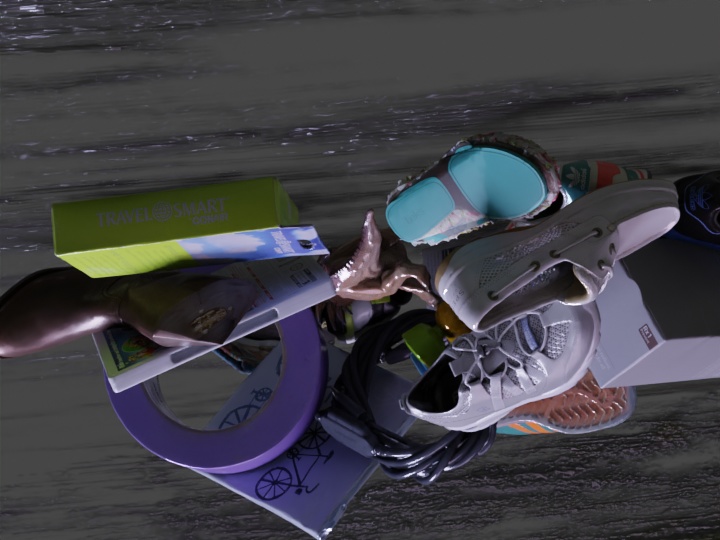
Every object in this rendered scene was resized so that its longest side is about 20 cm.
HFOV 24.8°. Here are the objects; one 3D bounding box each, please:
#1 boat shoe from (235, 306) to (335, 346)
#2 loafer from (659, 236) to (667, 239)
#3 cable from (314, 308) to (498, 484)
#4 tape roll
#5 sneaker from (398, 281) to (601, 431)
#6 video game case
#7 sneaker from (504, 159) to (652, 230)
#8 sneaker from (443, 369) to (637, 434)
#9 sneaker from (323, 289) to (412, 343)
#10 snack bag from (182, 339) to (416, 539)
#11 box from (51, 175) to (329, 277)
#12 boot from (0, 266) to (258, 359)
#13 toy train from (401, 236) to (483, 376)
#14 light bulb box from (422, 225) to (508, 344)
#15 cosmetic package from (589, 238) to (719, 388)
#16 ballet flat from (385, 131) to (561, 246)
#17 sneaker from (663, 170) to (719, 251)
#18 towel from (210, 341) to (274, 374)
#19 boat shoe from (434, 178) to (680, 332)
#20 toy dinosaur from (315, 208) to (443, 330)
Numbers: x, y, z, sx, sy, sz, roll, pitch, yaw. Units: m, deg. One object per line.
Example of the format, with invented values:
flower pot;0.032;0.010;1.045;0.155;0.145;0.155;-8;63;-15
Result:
boat shoe;-0.097;0.043;1.699;0.201;0.061;0.072;16;-160;-47
loafer;0.258;-0.044;1.453;0.200;0.063;0.072;-2;148;-44
cable;0.061;0.111;1.473;0.200;0.163;0.051;21;149;47
tape roll;-0.131;0.085;1.505;0.199;0.201;0.085;-6;170;3
sneaker;0.110;0.075;1.290;0.082;0.075;0.200;2;145;-40
video game case;-0.129;0.034;1.397;0.200;0.018;0.143;-24;-159;-8
sneaker;0.150;-0.051;1.335;0.093;0.071;0.200;16;163;-21
sneaker;0.176;0.122;1.570;0.199;0.072;0.080;-5;176;28
sneaker;0.012;0.034;1.608;0.083;0.072;0.200;-9;-178;4
snack bag;-0.048;0.149;1.554;0.200;0.189;0.021;21;150;37
box;-0.130;-0.033;1.291;0.199;0.048;0.122;-6;170;4
boot;-0.200;0.040;1.345;0.186;0.064;0.200;-29;-154;-25
toy train;0.082;0.035;1.354;0.116;0.085;0.200;-38;158;0
light bulb box;0.199;0.025;1.574;0.200;0.125;0.198;-14;166;43
cosmetic package;0.269;0.035;1.416;0.200;0.107;0.090;0;147;-42
ballet flat;0.090;-0.069;1.215;0.064;0.076;0.200;-36;-168;-32
sneaker;0.344;-0.047;1.415;0.200;0.070;0.078;3;173;-35
towel;-0.113;0.074;1.735;0.147;0.022;0.200;34;-170;30
boat shoe;0.157;-0.004;1.210;0.200;0.069;0.071;-23;145;-11
toy dinosaur;0.000;0.000;1.433;0.135;0.086;0.200;-8;170;10
